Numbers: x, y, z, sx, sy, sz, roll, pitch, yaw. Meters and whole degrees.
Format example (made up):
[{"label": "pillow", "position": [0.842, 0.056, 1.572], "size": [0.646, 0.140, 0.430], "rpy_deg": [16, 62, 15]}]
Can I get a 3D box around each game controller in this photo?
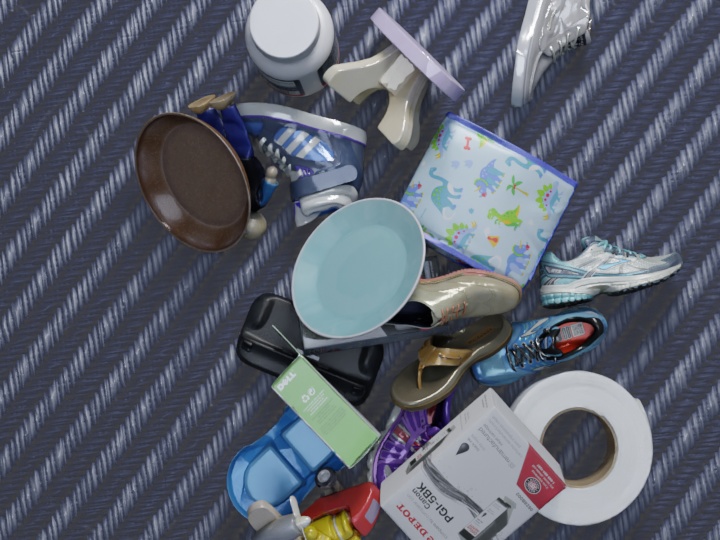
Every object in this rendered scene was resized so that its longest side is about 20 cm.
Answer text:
[{"label": "game controller", "position": [-0.069, 0.108, 1.725], "size": [0.197, 0.042, 0.106], "rpy_deg": [22, 75, 2]}]

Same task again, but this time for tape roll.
[{"label": "tape roll", "position": [0.289, 0.235, 1.684], "size": [0.198, 0.071, 0.206], "rpy_deg": [0, 87, 3]}]

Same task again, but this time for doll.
[{"label": "doll", "position": [-0.172, -0.138, 1.704], "size": [0.135, 0.048, 0.203], "rpy_deg": [-3, 115, 37]}]

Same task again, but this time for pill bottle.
[{"label": "pill bottle", "position": [-0.090, -0.305, 1.655], "size": [0.117, 0.200, 0.122], "rpy_deg": [0, 88, 2]}]

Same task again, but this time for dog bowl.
[{"label": "dog bowl", "position": [-0.092, 0.254, 1.709], "size": [0.200, 0.050, 0.112], "rpy_deg": [-43, 87, 0]}]

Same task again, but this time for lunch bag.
[{"label": "lunch bag", "position": [0.167, -0.086, 1.673], "size": [0.198, 0.127, 0.172], "rpy_deg": [27, 89, 13]}]

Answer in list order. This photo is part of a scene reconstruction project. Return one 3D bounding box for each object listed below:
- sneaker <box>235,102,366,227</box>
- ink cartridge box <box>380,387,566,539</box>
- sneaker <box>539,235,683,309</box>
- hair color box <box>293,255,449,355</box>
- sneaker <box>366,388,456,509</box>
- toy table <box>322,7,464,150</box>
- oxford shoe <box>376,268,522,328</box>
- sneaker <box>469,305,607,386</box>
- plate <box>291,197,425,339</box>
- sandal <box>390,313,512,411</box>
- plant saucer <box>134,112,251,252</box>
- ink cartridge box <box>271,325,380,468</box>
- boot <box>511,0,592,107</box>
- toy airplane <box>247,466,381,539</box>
[{"label": "sneaker", "position": [-0.094, -0.138, 1.708], "size": [0.196, 0.081, 0.149], "rpy_deg": [12, 84, -3]}, {"label": "ink cartridge box", "position": [0.142, 0.277, 1.609], "size": [0.200, 0.083, 0.147], "rpy_deg": [-42, 97, 9]}, {"label": "sneaker", "position": [0.334, -0.009, 1.689], "size": [0.196, 0.078, 0.088], "rpy_deg": [-12, 84, 2]}, {"label": "hair color box", "position": [0.013, 0.047, 1.690], "size": [0.196, 0.061, 0.101], "rpy_deg": [-9, 79, -5]}, {"label": "sneaker", "position": [0.071, 0.227, 1.674], "size": [0.080, 0.083, 0.203], "rpy_deg": [19, 89, -35]}, {"label": "toy table", "position": [0.045, -0.251, 1.672], "size": [0.183, 0.201, 0.117], "rpy_deg": [36, 102, -30]}, {"label": "oxford shoe", "position": [0.112, 0.047, 1.619], "size": [0.196, 0.074, 0.072], "rpy_deg": [-4, 127, 3]}, {"label": "sneaker", "position": [0.237, 0.096, 1.681], "size": [0.197, 0.090, 0.079], "rpy_deg": [-23, 87, 2]}, {"label": "plate", "position": [0.000, 0.000, 1.619], "size": [0.197, 0.026, 0.203], "rpy_deg": [-17, 55, 25]}, {"label": "sandal", "position": [0.115, 0.109, 1.654], "size": [0.199, 0.080, 0.055], "rpy_deg": [-35, 128, -17]}, {"label": "plant saucer", "position": [-0.219, -0.123, 1.690], "size": [0.198, 0.037, 0.203], "rpy_deg": [19, 127, 27]}, {"label": "ink cartridge box", "position": [-0.061, 0.166, 1.635], "size": [0.059, 0.104, 0.200], "rpy_deg": [-45, 83, -4]}, {"label": "boot", "position": [0.265, -0.314, 1.703], "size": [0.094, 0.074, 0.204], "rpy_deg": [12, 87, 10]}, {"label": "toy airplane", "position": [-0.069, 0.371, 1.628], "size": [0.197, 0.141, 0.202], "rpy_deg": [-1, 120, -31]}]
